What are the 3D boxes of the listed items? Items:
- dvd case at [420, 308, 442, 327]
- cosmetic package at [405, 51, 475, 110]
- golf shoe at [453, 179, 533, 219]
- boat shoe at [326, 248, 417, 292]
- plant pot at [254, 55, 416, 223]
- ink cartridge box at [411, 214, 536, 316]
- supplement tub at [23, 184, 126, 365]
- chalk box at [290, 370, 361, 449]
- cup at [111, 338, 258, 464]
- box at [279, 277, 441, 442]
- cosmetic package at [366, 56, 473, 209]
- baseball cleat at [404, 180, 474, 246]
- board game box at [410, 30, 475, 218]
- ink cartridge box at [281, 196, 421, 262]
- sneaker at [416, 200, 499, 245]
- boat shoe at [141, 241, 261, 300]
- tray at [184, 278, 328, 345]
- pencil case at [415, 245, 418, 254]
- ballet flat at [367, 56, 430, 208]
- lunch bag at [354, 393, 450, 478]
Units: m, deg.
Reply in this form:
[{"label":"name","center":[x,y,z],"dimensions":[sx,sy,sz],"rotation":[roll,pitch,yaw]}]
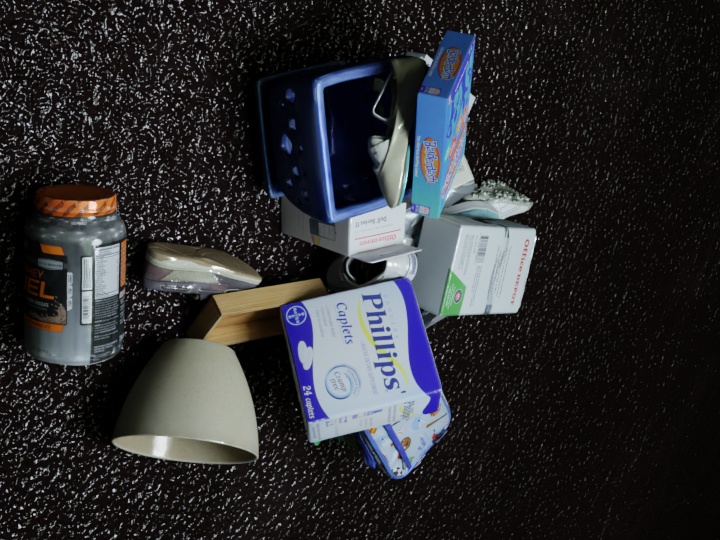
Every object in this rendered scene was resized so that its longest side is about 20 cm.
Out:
[{"label":"dvd case","center":[0.147,0.052,1.776],"dimensions":[0.199,0.025,0.151],"rotation":[-28,164,-36]},{"label":"cosmetic package","center":[0.093,-0.229,1.670],"dimensions":[0.150,0.051,0.202],"rotation":[28,85,-44]},{"label":"golf shoe","center":[0.224,-0.109,1.845],"dimensions":[0.198,0.078,0.098],"rotation":[0,121,-40]},{"label":"boat shoe","center":[0.000,0.000,1.557],"dimensions":[0.065,0.199,0.073],"rotation":[6,85,-37]},{"label":"plant pot","center":[-0.038,-0.196,1.449],"dimensions":[0.199,0.179,0.203],"rotation":[-21,116,-38]},{"label":"ink cartridge box","center":[0.181,-0.009,1.644],"dimensions":[0.198,0.083,0.149],"rotation":[2,105,-45]},{"label":"supplement tub","center":[-0.348,0.003,1.251],"dimensions":[0.122,0.122,0.203],"rotation":[-9,110,-43]},{"label":"chalk box","center":[-0.021,0.192,1.653],"dimensions":[0.200,0.123,0.126],"rotation":[-39,130,-28]},{"label":"cup","center":[-0.231,0.176,1.407],"dimensions":[0.199,0.198,0.145],"rotation":[27,60,-47]},{"label":"box","center":[-0.001,0.128,1.483],"dimensions":[0.197,0.186,0.105],"rotation":[-13,155,-6]},{"label":"cosmetic package","center":[0.080,-0.205,1.555],"dimensions":[0.102,0.087,0.202],"rotation":[-22,90,-13]},{"label":"baseball cleat","center":[0.095,-0.089,1.638],"dimensions":[0.197,0.070,0.108],"rotation":[-15,104,-14]},{"label":"board game box","center":[0.111,-0.196,1.391],"dimensions":[0.201,0.044,0.153],"rotation":[91,17,-46]},{"label":"ink cartridge box","center":[-0.013,-0.073,1.507],"dimensions":[0.116,0.199,0.068],"rotation":[-14,114,-41]},{"label":"sneaker","center":[0.163,-0.063,1.723],"dimensions":[0.198,0.082,0.074],"rotation":[-8,137,-31]},{"label":"boat shoe","center":[-0.223,0.008,1.424],"dimensions":[0.199,0.072,0.065],"rotation":[11,110,-52]},{"label":"tray","center":[-0.150,0.063,1.500],"dimensions":[0.198,0.037,0.099],"rotation":[-8,150,-43]},{"label":"pencil case","center":[0.085,-0.011,1.722],"dimensions":[0.199,0.083,0.087],"rotation":[-1,71,-46]},{"label":"ballet flat","center":[0.041,-0.187,1.366],"dimensions":[0.069,0.069,0.203],"rotation":[11,91,-46]},{"label":"lunch bag","center":[0.056,0.226,1.602],"dimensions":[0.160,0.075,0.201],"rotation":[-44,132,-21]}]
